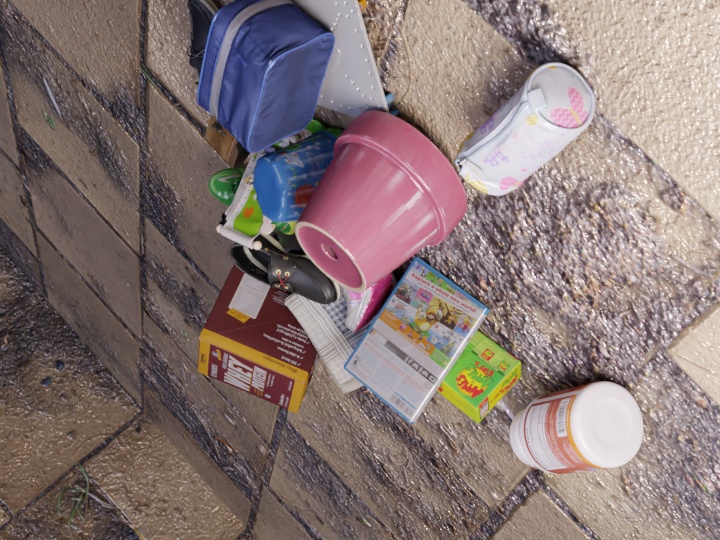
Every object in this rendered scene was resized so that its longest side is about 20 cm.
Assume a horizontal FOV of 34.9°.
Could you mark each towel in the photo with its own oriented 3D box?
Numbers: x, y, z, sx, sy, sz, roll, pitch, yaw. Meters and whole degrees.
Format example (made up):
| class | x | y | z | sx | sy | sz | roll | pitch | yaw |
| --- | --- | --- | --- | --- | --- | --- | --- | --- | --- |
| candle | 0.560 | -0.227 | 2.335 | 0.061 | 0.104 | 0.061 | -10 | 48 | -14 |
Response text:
| class | x | y | z | sx | sy | sz | roll | pitch | yaw |
| --- | --- | --- | --- | --- | --- | --- | --- | --- | --- |
| towel | 0.000 | 0.086 | 1.836 | 0.191 | 0.035 | 0.201 | -29 | 104 | 19 |

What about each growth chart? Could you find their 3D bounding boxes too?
| class | x | y | z | sx | sy | sz | roll | pitch | yaw |
| --- | --- | --- | --- | --- | --- | --- | --- | --- | --- |
| growth chart | -0.159 | -0.131 | 1.801 | 0.018 | 0.203 | 0.144 | 28 | 168 | -40 |

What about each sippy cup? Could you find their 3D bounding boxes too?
| class | x | y | z | sx | sy | sz | roll | pitch | yaw |
| --- | --- | --- | --- | --- | --- | --- | --- | --- | --- |
| sippy cup | -0.082 | -0.130 | 1.665 | 0.178 | 0.129 | 0.141 | 46 | 139 | 40 |

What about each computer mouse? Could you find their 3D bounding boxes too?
| class | x | y | z | sx | sy | sz | roll | pitch | yaw |
| --- | --- | --- | --- | --- | --- | --- | --- | --- | --- |
| computer mouse | -0.147 | -0.052 | 1.946 | 0.108 | 0.045 | 0.199 | 20 | 177 | 29 |

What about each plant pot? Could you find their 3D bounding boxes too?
| class | x | y | z | sx | sy | sz | roll | pitch | yaw |
| --- | --- | --- | --- | --- | --- | --- | --- | --- | --- |
| plant pot | 0.014 | -0.078 | 1.529 | 0.199 | 0.179 | 0.201 | 36 | 159 | 16 |

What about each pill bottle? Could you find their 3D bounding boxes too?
| class | x | y | z | sx | sy | sz | roll | pitch | yaw |
| --- | --- | --- | --- | --- | --- | --- | --- | --- | --- |
| pill bottle | 0.288 | 0.219 | 1.568 | 0.113 | 0.112 | 0.200 | 53 | 155 | -3 |

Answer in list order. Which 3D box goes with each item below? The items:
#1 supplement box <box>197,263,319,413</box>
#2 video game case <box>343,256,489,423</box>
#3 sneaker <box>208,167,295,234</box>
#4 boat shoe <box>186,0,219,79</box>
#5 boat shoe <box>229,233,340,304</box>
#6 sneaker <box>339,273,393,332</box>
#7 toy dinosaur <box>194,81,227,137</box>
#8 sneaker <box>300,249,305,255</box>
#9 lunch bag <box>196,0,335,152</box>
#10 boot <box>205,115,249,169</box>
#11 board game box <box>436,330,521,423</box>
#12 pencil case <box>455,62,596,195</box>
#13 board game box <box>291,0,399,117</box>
| class | x | y | z | sx | sy | sz | roll | pitch | yaw |
| --- | --- | --- | --- | --- | --- | --- | --- | --- | --- |
| supplement box | -0.155 | 0.101 | 1.979 | 0.195 | 0.202 | 0.133 | 22 | 150 | 3 |
| video game case | 0.080 | 0.101 | 1.685 | 0.143 | 0.201 | 0.018 | 36 | -176 | 29 |
| sneaker | -0.182 | -0.127 | 1.923 | 0.198 | 0.075 | 0.083 | 26 | -178 | 30 |
| boat shoe | -0.233 | -0.337 | 1.772 | 0.074 | 0.062 | 0.202 | 32 | 147 | 38 |
| boat shoe | -0.119 | 0.004 | 1.784 | 0.200 | 0.063 | 0.075 | 29 | 134 | 27 |
| sneaker | 0.000 | 0.000 | 1.752 | 0.087 | 0.081 | 0.203 | 27 | 122 | 24 |
| toy dinosaur | -0.171 | -0.235 | 1.668 | 0.197 | 0.089 | 0.047 | 4 | 159 | 30 |
| sneaker | -0.062 | -0.034 | 1.848 | 0.083 | 0.072 | 0.202 | -101 | 16 | -48 |
| lunch bag | -0.135 | -0.268 | 1.529 | 0.132 | 0.135 | 0.201 | 44 | 139 | 19 |
| boot | -0.190 | -0.246 | 1.761 | 0.075 | 0.074 | 0.201 | 38 | 136 | 7 |
| board game box | 0.133 | 0.125 | 1.712 | 0.199 | 0.101 | 0.048 | 37 | 158 | 28 |
| pencil case | 0.181 | -0.156 | 1.285 | 0.200 | 0.089 | 0.085 | 140 | 131 | -63 |
| board game box | -0.042 | -0.304 | 1.537 | 0.199 | 0.026 | 0.202 | 25 | 144 | 44 |
